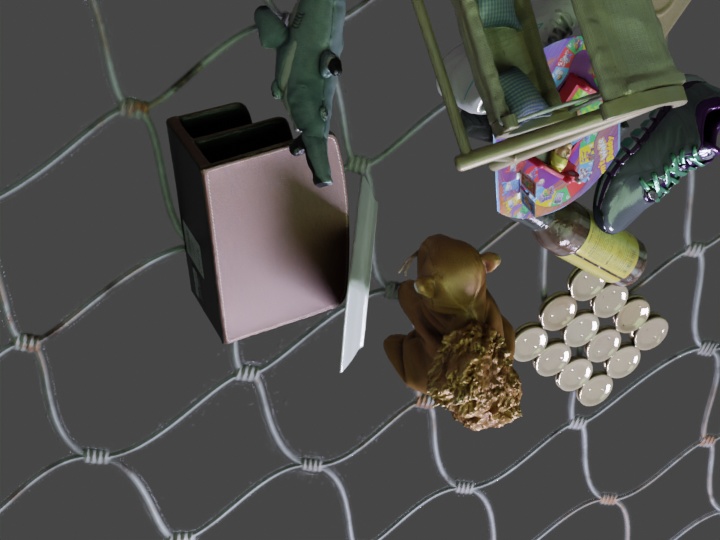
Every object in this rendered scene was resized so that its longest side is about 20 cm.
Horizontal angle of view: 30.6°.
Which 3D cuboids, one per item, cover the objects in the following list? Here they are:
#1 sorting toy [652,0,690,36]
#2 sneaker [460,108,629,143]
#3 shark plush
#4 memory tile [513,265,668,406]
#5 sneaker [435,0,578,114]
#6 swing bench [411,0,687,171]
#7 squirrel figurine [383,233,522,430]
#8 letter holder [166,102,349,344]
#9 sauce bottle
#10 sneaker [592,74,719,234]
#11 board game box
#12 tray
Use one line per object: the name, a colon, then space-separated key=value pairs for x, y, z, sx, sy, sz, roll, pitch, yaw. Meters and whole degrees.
sorting toy: x=0.286 y=-0.335 z=1.280 sx=0.200 sy=0.036 sz=0.185 roll=-51 pitch=131 yaw=-4
sneaker: x=0.186 y=-0.133 z=1.367 sx=0.199 sy=0.076 sz=0.091 roll=3 pitch=127 yaw=-27
shark plush: x=-0.046 y=-0.174 z=1.153 sx=0.091 sy=0.201 sz=0.083 roll=22 pitch=153 yaw=-28
memory tile: x=0.280 y=0.078 z=1.601 sx=0.153 sy=0.017 sz=0.200 roll=-48 pitch=130 yaw=10
sneaker: x=0.171 y=-0.222 z=1.290 sx=0.200 sy=0.080 sz=0.070 roll=-41 pitch=130 yaw=2
swing bench: x=0.161 y=-0.212 z=1.155 sx=0.199 sy=0.200 sz=0.130 roll=-19 pitch=177 yaw=21
squirrel figurine: x=0.111 y=0.062 z=1.377 sx=0.141 sy=0.200 sz=0.187 roll=-13 pitch=140 yaw=-10
letter holder: x=-0.092 y=-0.054 z=1.258 sx=0.142 sy=0.101 sz=0.201 roll=-17 pitch=129 yaw=-18
sauce bottle: x=0.237 y=-0.042 z=1.459 sx=0.200 sy=0.065 sz=0.065 roll=26 pitch=108 yaw=-37
sneaker: x=0.331 y=-0.119 z=1.413 sx=0.074 sy=0.087 sz=0.200 roll=35 pitch=88 yaw=-42
board game box: x=0.207 y=-0.132 z=1.298 sx=0.158 sy=0.039 sz=0.201 roll=-25 pitch=133 yaw=-19
tray: x=0.000 y=0.000 z=1.284 sx=0.022 sy=0.200 sz=0.108 roll=5 pitch=123 yaw=1
